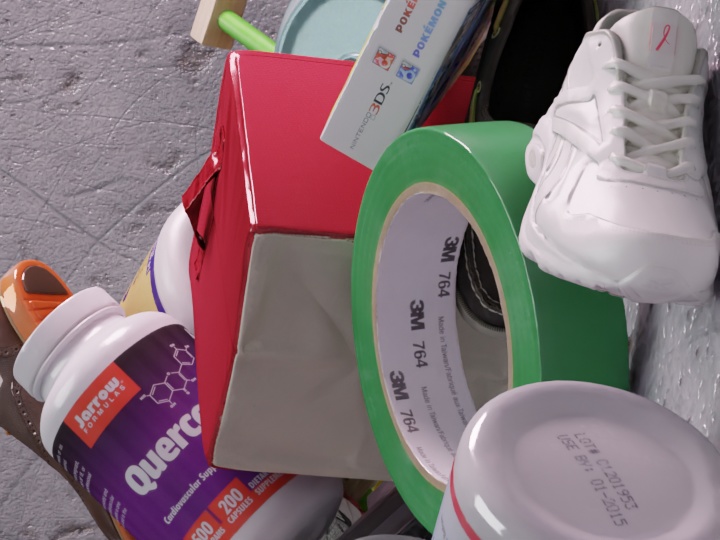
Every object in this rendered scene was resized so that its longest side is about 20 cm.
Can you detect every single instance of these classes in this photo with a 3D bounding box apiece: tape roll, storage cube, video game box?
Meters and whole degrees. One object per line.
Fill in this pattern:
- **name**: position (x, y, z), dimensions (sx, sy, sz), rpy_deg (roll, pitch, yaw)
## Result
- **tape roll**: position (0.057, 0.030, 1.060), dimensions (0.200, 0.048, 0.201), rpy_deg (174, 90, -66)
- **storage cube**: position (0.000, 0.000, 1.269), dimensions (0.180, 0.199, 0.171), rpy_deg (-101, 20, -53)
- **video game box**: position (0.058, -0.165, 1.190), dimensions (0.183, 0.047, 0.200), rpy_deg (-65, -5, 27)

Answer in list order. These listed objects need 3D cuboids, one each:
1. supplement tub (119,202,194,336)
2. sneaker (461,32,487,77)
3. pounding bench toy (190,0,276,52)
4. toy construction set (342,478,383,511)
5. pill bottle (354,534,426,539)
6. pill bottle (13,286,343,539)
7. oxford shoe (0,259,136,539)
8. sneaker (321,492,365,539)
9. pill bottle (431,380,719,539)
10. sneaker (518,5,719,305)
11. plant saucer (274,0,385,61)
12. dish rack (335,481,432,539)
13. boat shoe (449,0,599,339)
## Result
- **supplement tub**: position (-0.092, 0.047, 1.478), dimensions (0.200, 0.145, 0.146), rpy_deg (127, 153, -52)
- **sneaker**: position (0.066, -0.136, 1.377), dimensions (0.090, 0.066, 0.201), rpy_deg (13, -72, -58)
- **pounding bench toy**: position (-0.024, -0.154, 1.615), dimensions (0.156, 0.199, 0.125), rpy_deg (-101, 20, -72)
- **toy construction set**: position (0.018, 0.081, 1.511), dimensions (0.131, 0.092, 0.201), rpy_deg (-29, -41, -67)
- **pill bottle**: position (0.006, 0.248, 1.253), dimensions (0.200, 0.113, 0.114), rpy_deg (105, 170, -48)
- **pill bottle**: position (-0.113, 0.103, 1.331), dimensions (0.112, 0.200, 0.113), rpy_deg (-44, -15, -15)
- **oxford shoe**: position (-0.191, 0.096, 1.431), dimensions (0.071, 0.073, 0.201), rpy_deg (-10, -108, -63)
- **sneaker**: position (-0.028, 0.215, 1.489), dimensions (0.078, 0.082, 0.201), rpy_deg (25, 139, 41)
- **pill bottle**: position (0.070, 0.150, 0.854), dimensions (0.109, 0.108, 0.201), rpy_deg (-91, 12, -54)
- **sneaker**: position (0.110, -0.056, 0.912), dimensions (0.200, 0.078, 0.100), rpy_deg (-98, 21, -65)
- **plant saucer**: position (0.005, -0.125, 1.489), dimensions (0.199, 0.036, 0.201), rpy_deg (7, 101, 41)
- **dish rack**: position (-0.023, 0.211, 1.366), dimensions (0.200, 0.044, 0.172), rpy_deg (-39, -22, -33)
- **boat shoe**: position (0.083, -0.067, 1.148), dimensions (0.061, 0.071, 0.202), rpy_deg (105, 174, -69)
